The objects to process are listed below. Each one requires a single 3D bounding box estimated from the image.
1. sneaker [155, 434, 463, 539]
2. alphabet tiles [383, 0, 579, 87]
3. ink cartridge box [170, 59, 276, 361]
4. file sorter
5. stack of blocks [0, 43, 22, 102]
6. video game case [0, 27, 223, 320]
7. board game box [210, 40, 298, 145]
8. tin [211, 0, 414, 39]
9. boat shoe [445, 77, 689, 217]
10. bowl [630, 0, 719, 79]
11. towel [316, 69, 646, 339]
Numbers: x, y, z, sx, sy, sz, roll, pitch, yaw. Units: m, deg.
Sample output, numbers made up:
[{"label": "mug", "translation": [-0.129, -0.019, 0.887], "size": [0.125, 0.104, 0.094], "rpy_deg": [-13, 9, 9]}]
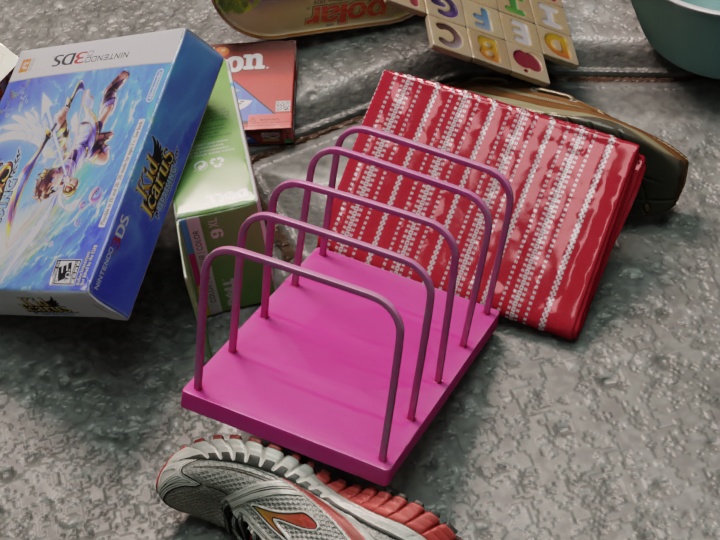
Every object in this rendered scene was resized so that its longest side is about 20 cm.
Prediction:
[{"label": "sneaker", "translation": [-0.040, 0.160, 1.005], "size": [0.200, 0.078, 0.082], "rpy_deg": [17, 61, 24]}, {"label": "alphabet tiles", "translation": [0.084, -0.221, 1.258], "size": [0.166, 0.006, 0.200], "rpy_deg": [16, 45, -25]}, {"label": "ink cartridge box", "translation": [-0.099, -0.041, 1.167], "size": [0.059, 0.104, 0.200], "rpy_deg": [-12, 49, -4]}, {"label": "file sorter", "translation": [-0.001, 0.009, 1.047], "size": [0.139, 0.126, 0.200], "rpy_deg": [19, 34, 16]}, {"label": "stack of blocks", "translation": [-0.357, -0.110, 1.243], "size": [0.115, 0.059, 0.200], "rpy_deg": [39, 75, 9]}, {"label": "video game case", "translation": [-0.200, -0.066, 1.153], "size": [0.181, 0.045, 0.200], "rpy_deg": [-1, 63, 42]}, {"label": "board game box", "translation": [-0.150, -0.137, 1.312], "size": [0.200, 0.019, 0.103], "rpy_deg": [-3, 48, 4]}, {"label": "tin", "translation": [-0.026, -0.245, 1.326], "size": [0.200, 0.112, 0.042], "rpy_deg": [-9, 33, -13]}, {"label": "boat shoe", "translation": [0.142, -0.100, 1.216], "size": [0.200, 0.076, 0.074], "rpy_deg": [19, 37, 16]}, {"label": "bowl", "translation": [0.289, -0.222, 1.284], "size": [0.200, 0.105, 0.201], "rpy_deg": [-3, 49, 4]}, {"label": "towel", "translation": [0.084, -0.048, 1.163], "size": [0.200, 0.022, 0.145], "rpy_deg": [19, 83, 16]}]
